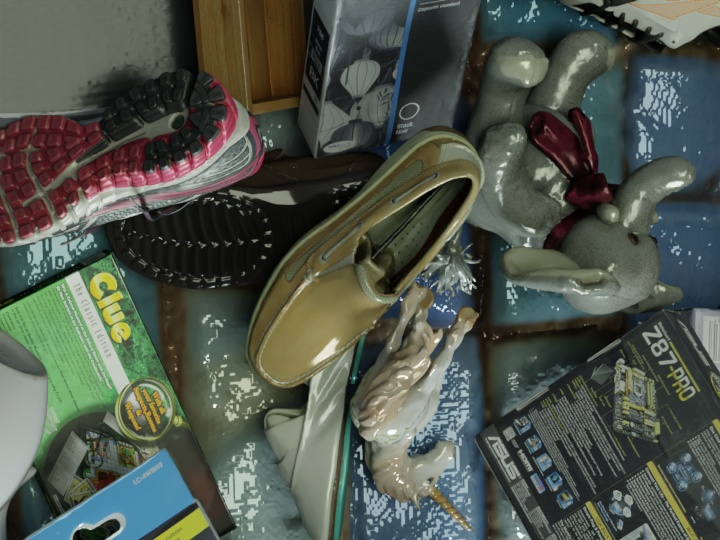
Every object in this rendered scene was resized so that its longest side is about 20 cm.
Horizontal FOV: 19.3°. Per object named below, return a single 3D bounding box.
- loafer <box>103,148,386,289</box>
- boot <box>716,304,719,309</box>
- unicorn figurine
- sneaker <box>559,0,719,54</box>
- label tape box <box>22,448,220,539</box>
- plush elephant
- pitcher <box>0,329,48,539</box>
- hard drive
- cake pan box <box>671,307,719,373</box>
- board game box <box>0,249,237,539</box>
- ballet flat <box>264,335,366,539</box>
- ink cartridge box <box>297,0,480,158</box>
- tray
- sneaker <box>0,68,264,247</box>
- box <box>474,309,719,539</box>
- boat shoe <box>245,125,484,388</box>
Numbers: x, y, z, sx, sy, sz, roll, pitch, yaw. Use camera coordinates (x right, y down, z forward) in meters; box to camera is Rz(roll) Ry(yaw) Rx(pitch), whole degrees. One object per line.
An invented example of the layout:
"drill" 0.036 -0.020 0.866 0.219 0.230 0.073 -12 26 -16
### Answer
"loafer" -0.064 -0.038 1.354 0.198 0.071 0.073 -3 119 -6
"boot" 0.280 0.144 1.487 0.200 0.069 0.174 43 81 -16
"unicorn figurine" 0.033 0.082 1.365 0.138 0.074 0.200 -66 154 0
"sneaker" 0.186 -0.185 1.421 0.199 0.074 0.081 -1 98 -19
"label tape box" -0.146 0.215 1.323 0.143 0.066 0.201 -33 116 -13
"plush elephant" 0.141 -0.042 1.366 0.154 0.165 0.201 30 103 20
"pitcher" -0.254 0.133 1.278 0.171 0.121 0.201 27 99 -39
"hard drive" -0.178 -0.154 1.308 0.199 0.042 0.136 -8 98 -19
"cake pan box" 0.297 0.121 1.440 0.198 0.052 0.186 2 85 -14
"board game box" -0.164 0.099 1.349 0.104 0.023 0.201 -26 104 -13
"ballet flat" -0.030 0.079 1.380 0.069 0.069 0.202 9 88 -20
"ink cartridge box" 0.021 -0.156 1.285 0.099 0.039 0.201 -13 141 -18
"tray" -0.072 -0.199 1.316 0.037 0.099 0.202 -3 97 24
"sneaker" -0.152 -0.053 1.277 0.075 0.199 0.081 38 42 -57
"box" 0.189 0.151 1.381 0.161 0.049 0.201 -37 71 21
"boat shoe" 0.000 0.000 1.295 0.071 0.076 0.200 32 106 -20
